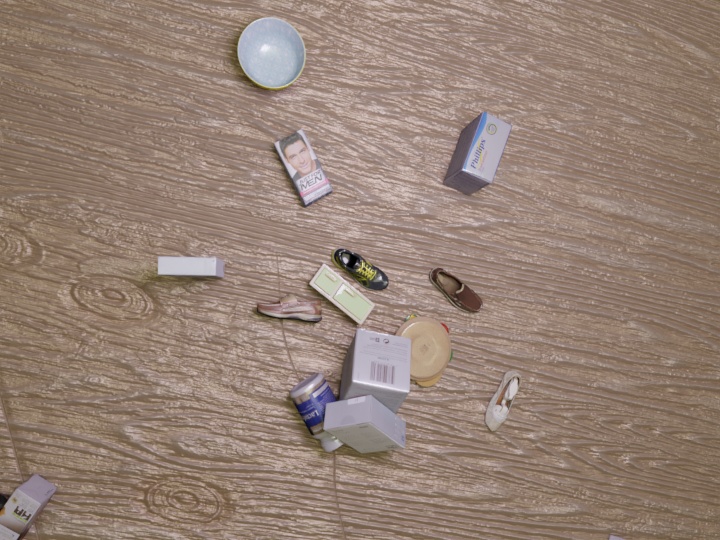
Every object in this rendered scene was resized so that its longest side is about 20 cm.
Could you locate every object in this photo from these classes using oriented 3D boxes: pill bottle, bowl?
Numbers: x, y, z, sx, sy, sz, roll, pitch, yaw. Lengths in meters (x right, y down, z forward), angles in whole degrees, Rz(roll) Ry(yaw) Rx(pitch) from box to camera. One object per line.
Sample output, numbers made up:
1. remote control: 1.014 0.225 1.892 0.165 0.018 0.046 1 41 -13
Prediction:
1. pill bottle: -0.114 0.415 1.550 0.114 0.116 0.203 -30 93 -8
2. bowl: -0.260 -0.619 1.562 0.194 0.108 0.206 0 88 -9

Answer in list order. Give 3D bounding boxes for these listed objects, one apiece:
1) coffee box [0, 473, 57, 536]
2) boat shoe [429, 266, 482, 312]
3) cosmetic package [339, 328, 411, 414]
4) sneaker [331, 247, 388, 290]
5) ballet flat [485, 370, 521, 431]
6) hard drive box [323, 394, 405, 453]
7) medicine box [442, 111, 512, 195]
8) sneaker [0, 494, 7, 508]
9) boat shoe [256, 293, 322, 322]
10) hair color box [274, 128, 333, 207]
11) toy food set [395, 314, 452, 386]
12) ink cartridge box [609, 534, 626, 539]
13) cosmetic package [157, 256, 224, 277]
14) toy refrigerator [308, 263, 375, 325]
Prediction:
1. coffee box: -0.923 0.670 1.419 0.079 0.114 0.202 34 83 -6
2. boat shoe: 0.301 0.066 1.645 0.200 0.075 0.076 34 84 -6
3. cosmetic package: 0.039 0.299 1.508 0.163 0.202 0.169 12 51 -8
4. sneaker: 0.000 0.000 1.596 0.197 0.085 0.076 29 85 -7
5. ballet flat: 0.448 0.409 1.664 0.066 0.062 0.204 23 85 -7
6. hard drive box: 0.015 0.434 1.482 0.153 0.200 0.078 -17 48 27
7. medicine box: 0.348 -0.346 1.601 0.101 0.200 0.186 21 86 -7
8. sneaker: -1.049 0.659 1.421 0.194 0.076 0.118 -1 90 -6
9. boat shoe: -0.208 0.108 1.572 0.195 0.075 0.076 8 82 -17
10. hair color box: -0.171 -0.305 1.591 0.097 0.061 0.203 -28 92 -8
11. toy food set: 0.192 0.240 1.637 0.197 0.049 0.201 31 84 -6
12. ink cartridge box: 0.884 0.980 1.704 0.196 0.084 0.180 20 86 -8
13. cosmetic package: -0.461 -0.007 1.466 0.146 0.200 0.053 3 87 -8
14. toy refrigerator: -0.057 0.071 1.593 0.199 0.070 0.076 39 84 -5
